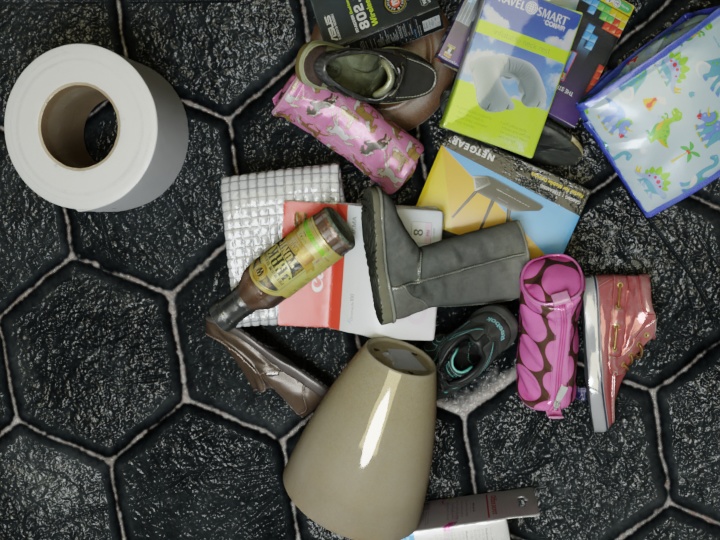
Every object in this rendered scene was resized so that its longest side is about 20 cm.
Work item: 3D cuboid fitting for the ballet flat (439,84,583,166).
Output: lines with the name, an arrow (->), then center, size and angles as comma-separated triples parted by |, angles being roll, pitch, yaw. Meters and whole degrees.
ballet flat -> 0.196, -0.191, 1.183 | 0.197, 0.057, 0.067 | 24, 138, -1

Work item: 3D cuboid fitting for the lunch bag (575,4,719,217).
lunch bag -> 0.380, -0.189, 1.117 | 0.199, 0.127, 0.171 | -37, 100, -2

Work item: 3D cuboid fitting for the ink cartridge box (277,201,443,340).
ink cartridge box -> 0.000, 0.000, 1.154 | 0.196, 0.057, 0.166 | 2, 98, -11

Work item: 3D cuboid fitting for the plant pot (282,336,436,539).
plant pot -> 0.020, 0.193, 1.140 | 0.185, 0.187, 0.203 | 21, 109, 4

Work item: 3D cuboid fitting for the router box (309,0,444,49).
router box -> 0.003, -0.372, 1.156 | 0.148, 0.062, 0.203 | -20, 75, 7

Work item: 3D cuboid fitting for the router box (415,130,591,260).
router box -> 0.175, -0.076, 1.191 | 0.197, 0.051, 0.151 | 24, 99, 5

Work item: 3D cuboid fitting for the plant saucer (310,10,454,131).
plant saucer -> 0.026, -0.279, 1.203 | 0.197, 0.037, 0.204 | 1, 95, 7

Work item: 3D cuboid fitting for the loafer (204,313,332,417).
loafer -> -0.132, 0.128, 1.229 | 0.199, 0.073, 0.072 | 35, 97, 3

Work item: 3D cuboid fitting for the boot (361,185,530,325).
boot -> 0.105, -0.030, 1.105 | 0.197, 0.073, 0.185 | -12, 115, -9

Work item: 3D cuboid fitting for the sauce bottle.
sauce bottle -> -0.099, 0.004, 1.128 | 0.199, 0.065, 0.065 | -38, 89, 13

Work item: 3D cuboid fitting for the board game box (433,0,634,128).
board game box -> 0.215, -0.298, 1.155 | 0.198, 0.057, 0.167 | 25, 95, -6

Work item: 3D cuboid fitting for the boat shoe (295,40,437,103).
boat shoe -> 0.018, -0.231, 1.106 | 0.198, 0.066, 0.073 | 1, 113, -35

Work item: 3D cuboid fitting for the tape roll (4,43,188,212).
tape roll -> -0.337, -0.181, 1.198 | 0.199, 0.139, 0.207 | 0, 93, 6

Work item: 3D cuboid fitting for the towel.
towel -> -0.092, -0.033, 1.209 | 0.162, 0.086, 0.204 | -6, 98, -1

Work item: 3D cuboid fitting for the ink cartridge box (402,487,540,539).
ink cartridge box -> 0.135, 0.341, 1.194 | 0.196, 0.115, 0.069 | -10, 93, 7

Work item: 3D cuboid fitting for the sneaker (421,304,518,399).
sneaker -> 0.113, 0.113, 1.163 | 0.075, 0.079, 0.200 | 46, 133, 6

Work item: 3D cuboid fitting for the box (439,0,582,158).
box -> 0.183, -0.251, 1.110 | 0.120, 0.048, 0.203 | 17, 99, -4

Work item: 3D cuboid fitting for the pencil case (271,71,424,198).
pencil case -> -0.016, -0.179, 1.171 | 0.199, 0.083, 0.087 | 35, 114, -11

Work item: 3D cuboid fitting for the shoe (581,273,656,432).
shoe -> 0.332, 0.104, 1.178 | 0.089, 0.071, 0.204 | -4, 90, 9

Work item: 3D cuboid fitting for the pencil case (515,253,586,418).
pencil case -> 0.235, 0.083, 1.133 | 0.089, 0.094, 0.202 | -3, 128, 8
